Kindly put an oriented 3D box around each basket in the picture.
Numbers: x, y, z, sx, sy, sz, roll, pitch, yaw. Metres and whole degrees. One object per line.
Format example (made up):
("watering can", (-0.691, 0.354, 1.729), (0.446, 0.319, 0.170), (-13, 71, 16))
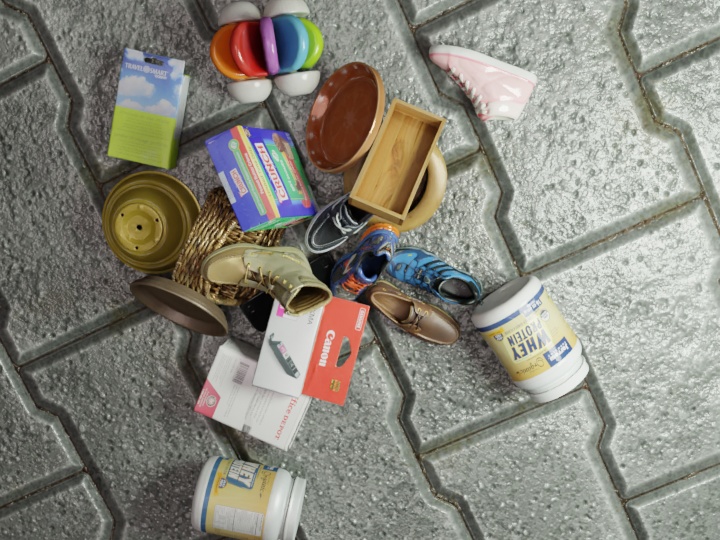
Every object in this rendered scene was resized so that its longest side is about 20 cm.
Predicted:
("basket", (-0.239, -0.037, 1.434), (0.149, 0.143, 0.200), (26, 98, -2))

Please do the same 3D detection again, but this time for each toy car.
("toy car", (-0.167, -0.391, 1.366), (0.199, 0.150, 0.176), (-7, 99, 5))

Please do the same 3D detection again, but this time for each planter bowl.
("planter bowl", (-0.405, -0.086, 1.469), (0.200, 0.083, 0.201), (1, 99, 4))

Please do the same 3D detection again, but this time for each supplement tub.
("supplement tub", (0.313, 0.126, 1.427), (0.144, 0.144, 0.200), (-34, 96, 9))
("supplement tub", (-0.216, 0.450, 1.520), (0.199, 0.145, 0.145), (10, 100, 2))

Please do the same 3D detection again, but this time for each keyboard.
("keyboard", (-0.141, 0.023, 1.475), (0.200, 0.021, 0.127), (-31, 119, -2))

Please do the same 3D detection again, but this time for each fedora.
("fedora", (0.064, -0.172, 1.423), (0.200, 0.082, 0.201), (2, 109, 5))

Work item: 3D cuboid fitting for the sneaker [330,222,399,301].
("sneaker", (0.000, 0.000, 1.433), (0.075, 0.079, 0.200), (23, 128, -16))

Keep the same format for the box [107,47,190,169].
("box", (-0.392, -0.299, 1.449), (0.122, 0.048, 0.201), (12, 100, 1))

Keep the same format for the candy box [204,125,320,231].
("candy box", (-0.165, -0.160, 1.364), (0.077, 0.200, 0.169), (-23, 88, 21))

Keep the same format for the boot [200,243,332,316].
("boot", (-0.163, 0.019, 1.350), (0.200, 0.155, 0.073), (0, 119, -29))

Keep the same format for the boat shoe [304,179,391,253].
("boat shoe", (-0.022, -0.096, 1.377), (0.200, 0.068, 0.072), (-35, 101, 16))

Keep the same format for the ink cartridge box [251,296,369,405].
("ink cartridge box", (-0.091, 0.138, 1.439), (0.173, 0.044, 0.201), (15, 90, 3))

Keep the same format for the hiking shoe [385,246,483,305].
("hiking shoe", (0.136, 0.008, 1.447), (0.199, 0.087, 0.075), (18, 101, 1))

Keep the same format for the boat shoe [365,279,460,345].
("boat shoe", (0.097, 0.088, 1.473), (0.200, 0.068, 0.072), (30, 101, -2))

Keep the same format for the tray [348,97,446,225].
("tray", (0.063, -0.185, 1.322), (0.098, 0.037, 0.200), (23, 73, 2))

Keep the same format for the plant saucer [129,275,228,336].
("plant saucer", (-0.334, 0.065, 1.452), (0.200, 0.200, 0.030), (25, 67, -1))

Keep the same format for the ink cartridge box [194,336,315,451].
("ink cartridge box", (-0.197, 0.238, 1.512), (0.200, 0.085, 0.146), (24, 100, 1))

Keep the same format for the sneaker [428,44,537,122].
("sneaker", (0.206, -0.328, 1.389), (0.200, 0.075, 0.105), (19, 95, -4))

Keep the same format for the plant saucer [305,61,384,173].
("plant saucer", (-0.025, -0.267, 1.375), (0.032, 0.200, 0.201), (15, 104, -39))
